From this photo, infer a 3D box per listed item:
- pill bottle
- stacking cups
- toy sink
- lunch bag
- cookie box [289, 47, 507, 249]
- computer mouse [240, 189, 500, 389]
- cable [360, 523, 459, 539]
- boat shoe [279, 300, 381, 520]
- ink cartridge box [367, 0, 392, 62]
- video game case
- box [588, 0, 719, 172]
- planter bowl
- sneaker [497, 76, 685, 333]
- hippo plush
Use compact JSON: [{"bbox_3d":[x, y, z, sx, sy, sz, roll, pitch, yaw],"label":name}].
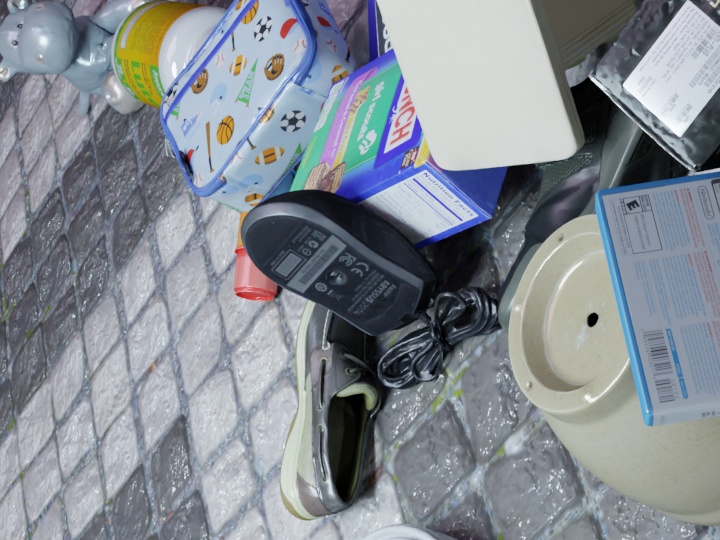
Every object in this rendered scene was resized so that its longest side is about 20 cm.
[{"bbox_3d":[-0.166,-0.211,1.596,0.199,0.110,0.112,21,92,57],"label":"pill bottle"},{"bbox_3d":[-0.084,-0.072,1.470,0.060,0.060,0.202,-10,72,54],"label":"stacking cups"},{"bbox_3d":[0.098,-0.185,1.067,0.130,0.112,0.202,-3,115,46],"label":"toy sink"},{"bbox_3d":[-0.099,-0.161,1.414,0.200,0.075,0.161,-47,48,24],"label":"lunch bag"},{"bbox_3d":[0.036,-0.099,1.236,0.199,0.075,0.172,-24,38,49],"label":"cookie box"},{"bbox_3d":[0.000,0.000,1.190,0.138,0.199,0.053,-39,24,43],"label":"computer mouse"},{"bbox_3d":[0.030,0.282,1.111,0.201,0.069,0.200,-62,35,14],"label":"cable"},{"bbox_3d":[-0.014,0.099,1.268,0.066,0.072,0.203,-8,65,40],"label":"boat shoe"},{"bbox_3d":[0.052,-0.253,1.354,0.200,0.043,0.200,-36,48,45],"label":"ink cartridge box"},{"bbox_3d":[0.236,0.004,0.849,0.018,0.198,0.144,78,-176,-56],"label":"video game case"},{"bbox_3d":[0.245,-0.161,0.894,0.086,0.163,0.201,45,116,18],"label":"box"},{"bbox_3d":[0.175,0.041,0.947,0.200,0.134,0.202,-29,53,47],"label":"planter bowl"},{"bbox_3d":[0.146,-0.051,1.090,0.201,0.076,0.114,-62,32,10],"label":"sneaker"},{"bbox_3d":[-0.329,-0.276,1.826,0.199,0.160,0.161,11,85,57],"label":"hippo plush"}]
